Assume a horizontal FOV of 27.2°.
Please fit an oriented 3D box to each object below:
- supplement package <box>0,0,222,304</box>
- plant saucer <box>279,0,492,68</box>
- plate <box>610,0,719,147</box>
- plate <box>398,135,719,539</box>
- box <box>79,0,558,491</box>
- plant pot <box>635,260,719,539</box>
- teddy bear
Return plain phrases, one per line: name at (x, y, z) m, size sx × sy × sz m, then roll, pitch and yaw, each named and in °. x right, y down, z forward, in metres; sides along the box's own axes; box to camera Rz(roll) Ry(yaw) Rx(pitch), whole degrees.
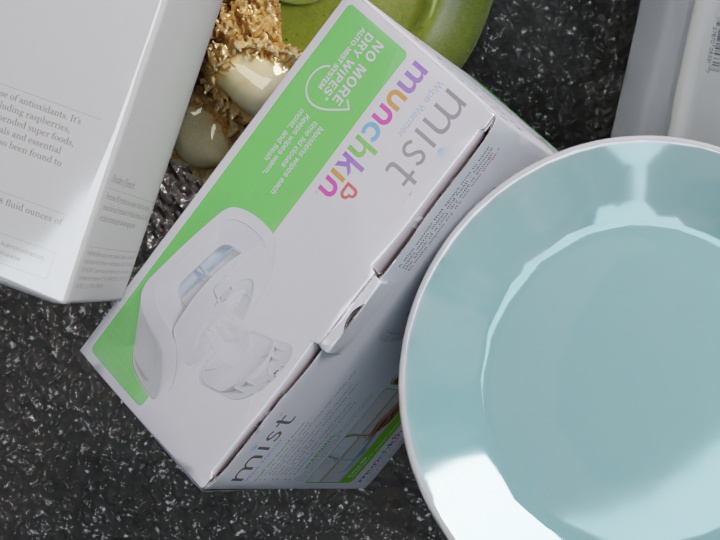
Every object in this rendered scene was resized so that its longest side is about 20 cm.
supplement package at (-0.125, -0.101, 0.586) m, size 0.120 × 0.120 × 0.203 m, roll 19°, pitch 90°, yaw 2°
plant saucer at (-0.028, -0.163, 0.759) m, size 0.197 × 0.031 × 0.203 m, roll 2°, pitch 100°, yaw 10°
plate at (0.212, -0.087, 0.638) m, size 0.197 × 0.032 × 0.202 m, roll 16°, pitch 124°, yaw 15°
plate at (0.114, 0.047, 0.601) m, size 0.197 × 0.026 × 0.203 m, roll -1°, pitch 82°, yaw 9°
box at (0.000, 0.000, 0.691) m, size 0.097 × 0.176 × 0.201 m, roll 43°, pitch 102°, yaw 23°
plant pot at (0.160, 0.089, 0.677) m, size 0.184 × 0.187 × 0.203 m, roll -14°, pitch 97°, yaw 2°
teddy bear at (-0.077, -0.143, 0.703) m, size 0.066 × 0.201 × 0.146 m, roll -12°, pitch 147°, yaw -35°
